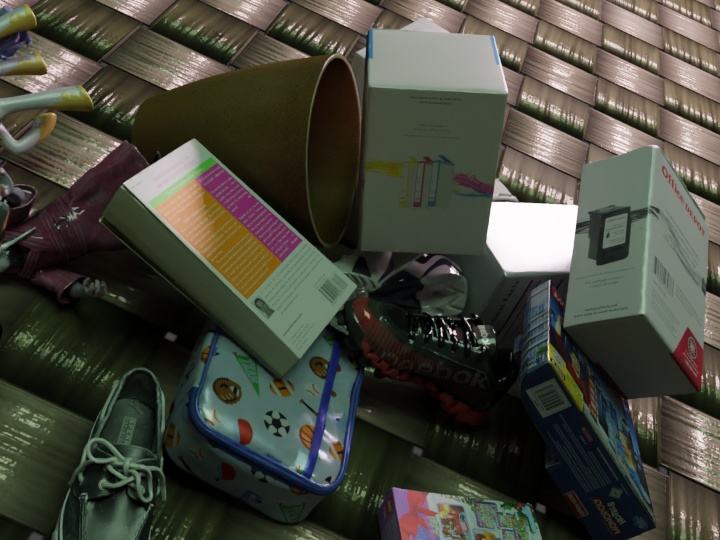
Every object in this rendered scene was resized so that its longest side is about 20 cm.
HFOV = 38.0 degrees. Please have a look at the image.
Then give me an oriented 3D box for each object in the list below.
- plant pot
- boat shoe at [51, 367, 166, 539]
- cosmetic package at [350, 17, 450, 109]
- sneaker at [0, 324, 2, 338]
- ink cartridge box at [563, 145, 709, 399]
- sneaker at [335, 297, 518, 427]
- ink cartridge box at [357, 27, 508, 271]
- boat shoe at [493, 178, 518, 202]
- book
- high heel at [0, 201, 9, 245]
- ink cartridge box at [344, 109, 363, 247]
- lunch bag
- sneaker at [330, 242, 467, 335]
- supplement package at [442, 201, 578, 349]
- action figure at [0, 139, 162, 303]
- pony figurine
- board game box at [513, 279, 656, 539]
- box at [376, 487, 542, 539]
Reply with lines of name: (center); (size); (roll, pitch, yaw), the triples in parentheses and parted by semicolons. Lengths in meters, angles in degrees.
plant pot: (-0.118, -0.122, 1.040); (0.199, 0.187, 0.187); (4, 34, 14)
boat shoe: (-0.180, 0.157, 0.788); (0.073, 0.068, 0.200); (19, 37, -9)
cosmetic package: (0.056, -0.251, 1.390); (0.085, 0.108, 0.200); (35, 36, 13)
sneaker: (-0.321, 0.092, 0.782); (0.080, 0.072, 0.200); (11, 37, -12)
ink cartridge box: (0.274, 0.002, 1.025); (0.145, 0.083, 0.201); (44, 47, -38)
sneaker: (0.070, 0.070, 0.968); (0.200, 0.098, 0.071); (34, 32, -29)
ink cartridge box: (0.062, -0.111, 1.008); (0.125, 0.201, 0.129); (2, 36, -1)
boat shoe: (0.125, -0.063, 1.237); (0.066, 0.072, 0.200); (35, 29, 20)
book: (-0.105, -0.018, 0.901); (0.200, 0.048, 0.134); (43, 35, -2)
high heel: (-0.358, -0.079, 0.881); (0.071, 0.142, 0.201); (20, 43, -58)
ink cartridge box: (0.059, -0.127, 1.206); (0.084, 0.146, 0.200); (40, 40, 18)
lunch bag: (-0.073, 0.108, 0.899); (0.160, 0.076, 0.200); (29, 37, -12)
sneaker: (0.000, 0.000, 1.083); (0.198, 0.080, 0.130); (-8, 30, -13)
supplement package: (0.185, 0.006, 1.144); (0.199, 0.118, 0.117); (1, 44, -30)
action figure: (-0.270, -0.045, 0.954); (0.199, 0.135, 0.149); (-25, 14, -16)
pony figurine: (-0.392, -0.179, 1.008); (0.200, 0.166, 0.194); (-35, 92, -32)
board game box: (0.205, 0.121, 1.005); (0.200, 0.062, 0.200); (56, 22, -17)
box: (0.094, 0.272, 0.835); (0.136, 0.039, 0.201); (12, 39, -19)
